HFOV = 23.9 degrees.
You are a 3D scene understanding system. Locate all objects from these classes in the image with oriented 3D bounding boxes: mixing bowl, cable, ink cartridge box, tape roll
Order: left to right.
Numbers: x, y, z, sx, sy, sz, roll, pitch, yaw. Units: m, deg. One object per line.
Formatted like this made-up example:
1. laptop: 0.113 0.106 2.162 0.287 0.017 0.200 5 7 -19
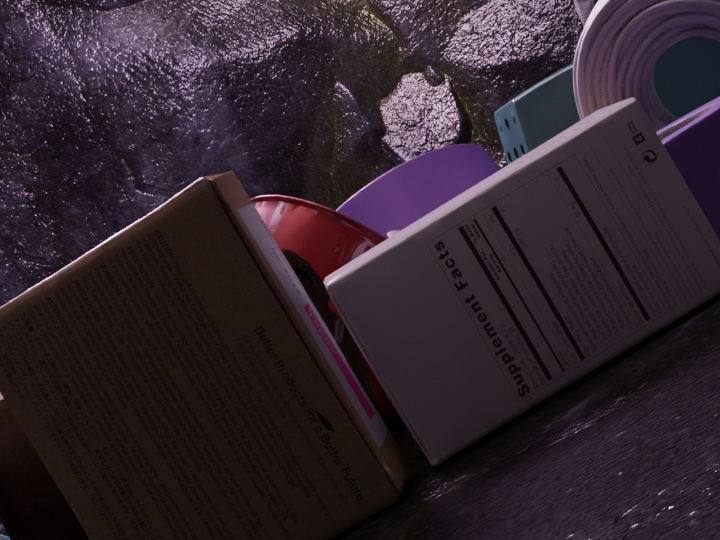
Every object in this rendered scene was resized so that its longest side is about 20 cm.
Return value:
1. ink cartridge box: -0.092 0.071 0.934 0.164 0.200 0.075 -30 2 9
2. mixing bowl: -0.029 0.051 1.205 0.109 0.200 0.200 -57 12 -24
3. tape roll: 0.047 -0.024 1.509 0.200 0.066 0.200 -30 -21 -12
4. tape roll: 0.199 -0.041 1.138 0.200 0.085 0.200 -31 2 1
5. cable: 0.266 -0.152 1.329 0.199 0.201 0.069 -6 17 22

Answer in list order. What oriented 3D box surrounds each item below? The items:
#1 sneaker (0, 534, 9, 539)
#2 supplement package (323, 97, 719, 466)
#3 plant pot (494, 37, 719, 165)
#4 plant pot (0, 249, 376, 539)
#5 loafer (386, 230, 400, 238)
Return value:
1. sneaker: -0.335 0.285 1.569 0.080 0.072 0.200 -26 7 8
2. supplement package: 0.092 0.005 0.979 0.200 0.120 0.121 -31 3 0
3. plant pot: 0.231 -0.130 1.517 0.199 0.142 0.141 -17 -1 -8
4. plant pot: -0.104 0.092 1.064 0.198 0.201 0.200 -22 3 14
5. loafer: 0.025 -0.003 1.370 0.200 0.063 0.072 -36 -13 -12
